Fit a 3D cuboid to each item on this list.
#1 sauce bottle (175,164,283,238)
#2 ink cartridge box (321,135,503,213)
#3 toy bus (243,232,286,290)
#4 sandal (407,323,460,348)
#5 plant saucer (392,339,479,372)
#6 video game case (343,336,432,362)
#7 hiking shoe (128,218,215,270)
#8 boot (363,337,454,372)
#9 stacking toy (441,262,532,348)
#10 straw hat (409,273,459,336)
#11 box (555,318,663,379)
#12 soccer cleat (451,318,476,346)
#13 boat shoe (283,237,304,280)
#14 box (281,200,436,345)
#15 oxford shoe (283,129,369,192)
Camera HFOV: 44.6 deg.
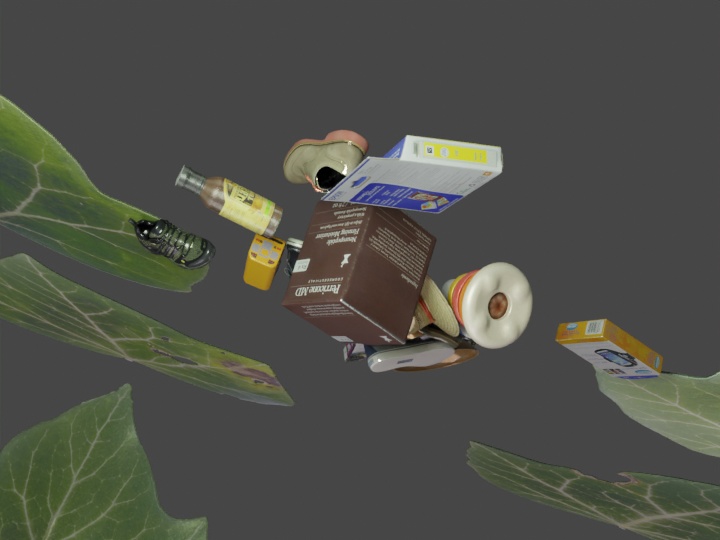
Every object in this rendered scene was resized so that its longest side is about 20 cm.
[{"bbox_3d":[-0.236,-0.127,1.579,0.197,0.066,0.065,25,159,-17],"label":"sauce bottle"},{"bbox_3d":[0.066,-0.134,1.229,0.195,0.048,0.197,7,166,-21],"label":"ink cartridge box"},{"bbox_3d":[-0.197,-0.018,1.796,0.064,0.080,0.200,21,160,-4],"label":"toy bus"},{"bbox_3d":[0.106,0.115,1.760,0.197,0.055,0.080,26,-169,0],"label":"sandal"},{"bbox_3d":[0.164,0.185,1.949,0.195,0.036,0.201,-10,163,-3],"label":"plant saucer"},{"bbox_3d":[0.069,0.156,1.928,0.195,0.037,0.182,-7,163,-10],"label":"video game case"},{"bbox_3d":[-0.407,-0.061,1.886,0.196,0.077,0.101,13,162,20],"label":"hiking shoe"},{"bbox_3d":[0.097,0.146,1.807,0.196,0.092,0.073,-3,146,-26],"label":"boot"},{"bbox_3d":[0.201,0.049,1.576,0.145,0.148,0.199,30,175,-27],"label":"stacking toy"},{"bbox_3d":[0.093,0.071,1.615,0.202,0.084,0.201,52,170,13],"label":"straw hat"},{"bbox_3d":[0.479,0.153,1.665,0.198,0.042,0.118,29,158,-28],"label":"box"},{"bbox_3d":[0.184,0.077,1.718,0.069,0.088,0.199,19,-173,-31],"label":"soccer cleat"},{"bbox_3d":[-0.115,-0.005,1.779,0.073,0.063,0.201,17,158,11],"label":"boat shoe"},{"bbox_3d":[0.000,0.000,1.485,0.164,0.204,0.163,-5,149,47],"label":"box"},{"bbox_3d":[-0.067,-0.155,1.336,0.070,0.076,0.199,29,157,-26],"label":"oxford shoe"}]
